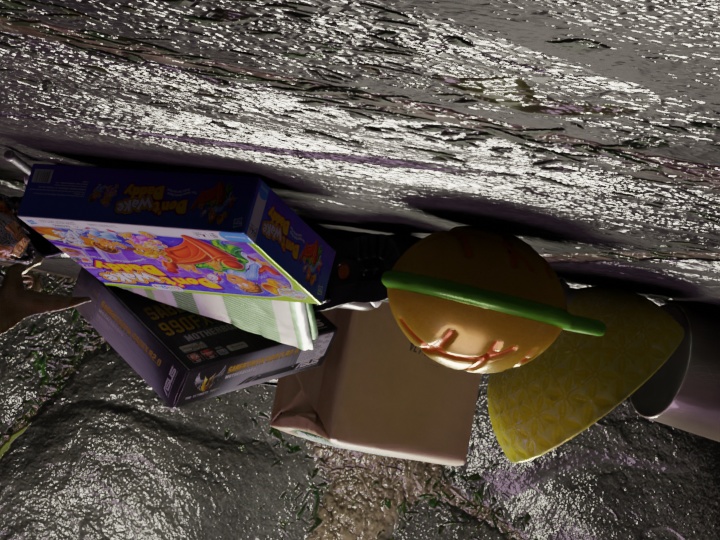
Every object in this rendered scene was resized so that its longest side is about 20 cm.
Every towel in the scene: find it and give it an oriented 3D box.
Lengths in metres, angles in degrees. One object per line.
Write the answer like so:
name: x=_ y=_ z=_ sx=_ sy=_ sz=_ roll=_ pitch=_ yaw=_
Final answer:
towel: x=-0.134 y=0.003 z=1.588 sx=0.199 sy=0.024 sz=0.153 roll=18 pitch=158 yaw=11

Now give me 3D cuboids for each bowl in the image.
bowl: x=0.185 y=0.072 z=1.741 sx=0.108 sy=0.200 sz=0.200 roll=53 pitch=172 yaw=-3

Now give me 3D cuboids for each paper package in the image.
paper package: x=0.026 y=0.092 z=1.956 sx=0.199 sy=0.192 sz=0.103 roll=15 pitch=173 yaw=-41

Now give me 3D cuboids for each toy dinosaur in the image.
toy dinosaur: x=-0.318 y=0.025 z=1.748 sx=0.198 sy=0.101 sz=0.058 roll=-4 pitch=131 yaw=16
toy dinosaur: x=-0.351 y=-0.056 z=1.672 sx=0.200 sy=0.102 sz=0.136 roll=52 pitch=-177 yaw=31

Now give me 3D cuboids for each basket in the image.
basket: x=0.371 y=0.109 z=1.837 sx=0.199 sy=0.137 sz=0.180 roll=15 pitch=180 yaw=-21

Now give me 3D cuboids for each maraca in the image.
maraca: x=0.100 y=0.025 z=1.436 sx=0.137 sy=0.108 sz=0.199 roll=15 pitch=-179 yaw=40

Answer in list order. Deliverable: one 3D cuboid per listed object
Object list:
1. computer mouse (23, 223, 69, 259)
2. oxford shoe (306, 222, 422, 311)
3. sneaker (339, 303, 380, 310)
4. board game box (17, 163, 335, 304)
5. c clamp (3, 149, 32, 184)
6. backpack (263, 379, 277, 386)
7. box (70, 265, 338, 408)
computer mouse: x=-0.313 y=-0.029 z=1.744 sx=0.199 sy=0.059 sz=0.034 roll=-9 pitch=157 yaw=18
oxford shoe: x=0.000 y=0.000 z=1.607 sx=0.084 sy=0.073 sz=0.199 roll=1 pitch=-174 yaw=-39
sneaker: x=-0.078 y=0.012 z=1.725 sx=0.199 sy=0.082 sz=0.077 roll=16 pitch=-161 yaw=-13
board game box: x=-0.137 y=-0.027 z=1.431 sx=0.199 sy=0.045 sz=0.134 roll=4 pitch=159 yaw=28
c clamp: x=-0.170 y=-0.056 z=1.516 sx=0.198 sy=0.027 sz=0.171 roll=10 pitch=176 yaw=3
backpack: x=-0.114 y=0.055 z=2.045 sx=0.177 sy=0.152 sz=0.199 roll=16 pitch=166 yaw=-36
box: x=-0.142 y=0.042 z=1.759 sx=0.199 sy=0.049 sz=0.158 roll=-12 pitch=-133 yaw=-47
